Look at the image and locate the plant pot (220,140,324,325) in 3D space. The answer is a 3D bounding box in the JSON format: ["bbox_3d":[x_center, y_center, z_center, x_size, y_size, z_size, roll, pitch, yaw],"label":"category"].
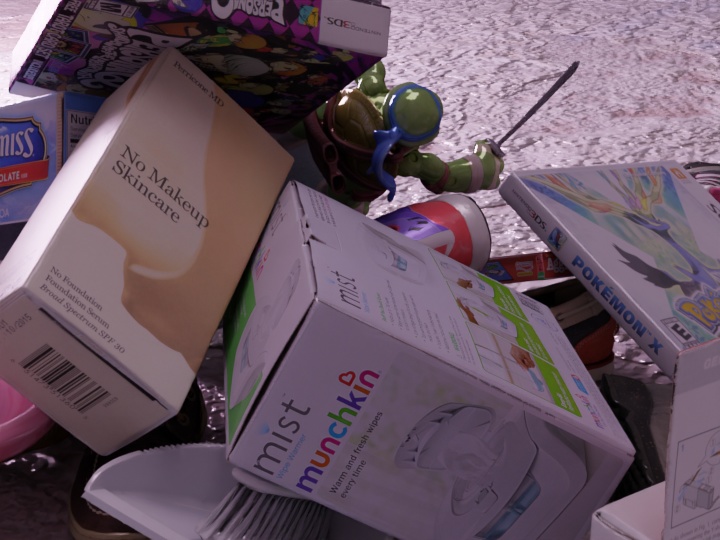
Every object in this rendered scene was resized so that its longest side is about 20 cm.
[{"bbox_3d":[-0.132,-0.086,1.120,0.195,0.201,0.196,-13,23,-33],"label":"plant pot"}]

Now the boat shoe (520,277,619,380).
[{"bbox_3d":[0.070,0.042,0.960,0.199,0.063,0.071,-5,22,-9],"label":"boat shoe"}]

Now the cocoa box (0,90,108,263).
[{"bbox_3d":[-0.198,-0.031,0.954,0.199,0.132,0.133,-5,-6,42],"label":"cocoa box"}]

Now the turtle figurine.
[{"bbox_3d":[0.031,-0.111,1.001,0.143,0.201,0.194,27,-21,-21],"label":"turtle figurine"}]

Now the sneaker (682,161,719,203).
[{"bbox_3d":[0.267,-0.044,1.186,0.199,0.074,0.087,-10,21,-39],"label":"sneaker"}]

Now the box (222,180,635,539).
[{"bbox_3d":[0.025,0.052,0.774,0.176,0.097,0.200,25,15,-14],"label":"box"}]

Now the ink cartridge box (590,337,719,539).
[{"bbox_3d":[0.184,0.088,0.656,0.199,0.175,0.043,-14,23,-34],"label":"ink cartridge box"}]

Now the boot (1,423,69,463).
[{"bbox_3d":[-0.253,0.065,0.908,0.200,0.071,0.144,13,17,18],"label":"boot"}]

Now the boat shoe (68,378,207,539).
[{"bbox_3d":[-0.120,0.085,0.825,0.072,0.072,0.200,0,20,3],"label":"boat shoe"}]

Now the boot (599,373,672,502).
[{"bbox_3d":[0.195,0.108,0.773,0.130,0.068,0.200,6,21,1],"label":"boot"}]

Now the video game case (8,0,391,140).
[{"bbox_3d":[-0.102,-0.130,0.886,0.180,0.036,0.200,9,-13,-22],"label":"video game case"}]

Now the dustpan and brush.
[{"bbox_3d":[-0.023,0.114,0.750,0.139,0.058,0.200,22,3,31],"label":"dustpan and brush"}]

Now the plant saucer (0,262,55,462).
[{"bbox_3d":[-0.252,0.045,0.782,0.199,0.051,0.201,19,27,-10],"label":"plant saucer"}]

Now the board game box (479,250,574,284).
[{"bbox_3d":[0.078,0.002,1.026,0.199,0.020,0.103,-7,1,44],"label":"board game box"}]

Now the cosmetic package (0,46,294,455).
[{"bbox_3d":[-0.118,-0.015,0.796,0.071,0.105,0.201,-30,28,40],"label":"cosmetic package"}]

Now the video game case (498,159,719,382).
[{"bbox_3d":[0.208,-0.004,0.974,0.199,0.022,0.182,-8,49,-46],"label":"video game case"}]

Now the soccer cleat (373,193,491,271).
[{"bbox_3d":[0.000,0.000,0.969,0.073,0.069,0.200,-16,-3,-36],"label":"soccer cleat"}]
